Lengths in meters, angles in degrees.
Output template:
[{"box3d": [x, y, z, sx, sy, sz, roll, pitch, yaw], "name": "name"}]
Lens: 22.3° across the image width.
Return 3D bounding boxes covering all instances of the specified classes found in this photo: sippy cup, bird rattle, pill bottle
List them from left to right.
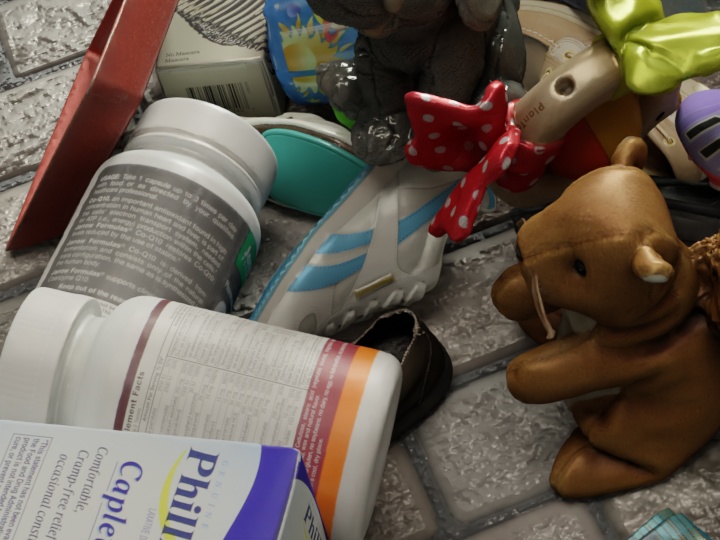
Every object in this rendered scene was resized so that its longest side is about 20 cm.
[{"box3d": [-0.129, -0.001, 1.115, 0.113, 0.113, 0.200, 11, 58, 20], "name": "pill bottle"}, {"box3d": [-0.085, 0.075, 0.965, 0.200, 0.110, 0.110, 13, 53, 6], "name": "pill bottle"}, {"box3d": [0.007, -0.168, 1.224, 0.130, 0.140, 0.178, -10, 6, 10], "name": "sippy cup"}, {"box3d": [0.120, -0.080, 1.013, 0.200, 0.163, 0.113, -46, 67, 2], "name": "bird rattle"}]

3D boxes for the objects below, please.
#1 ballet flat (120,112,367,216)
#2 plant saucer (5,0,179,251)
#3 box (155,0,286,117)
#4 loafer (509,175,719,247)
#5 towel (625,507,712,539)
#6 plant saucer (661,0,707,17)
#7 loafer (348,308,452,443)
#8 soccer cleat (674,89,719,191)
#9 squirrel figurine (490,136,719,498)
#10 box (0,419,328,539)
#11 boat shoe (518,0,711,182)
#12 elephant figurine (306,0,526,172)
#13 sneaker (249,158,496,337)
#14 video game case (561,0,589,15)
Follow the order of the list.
[{"box3d": [-0.062, -0.081, 1.214, 0.200, 0.069, 0.069, 7, 52, 19], "name": "ballet flat"}, {"box3d": [-0.166, -0.130, 1.213, 0.037, 0.200, 0.200, 24, 52, -13], "name": "plant saucer"}, {"box3d": [-0.090, -0.193, 1.306, 0.082, 0.068, 0.200, -5, 50, 10], "name": "box"}, {"box3d": [0.190, -0.021, 1.097, 0.200, 0.072, 0.073, -2, 10, 15], "name": "loafer"}, {"box3d": [0.172, 0.224, 0.927, 0.147, 0.022, 0.200, -34, 52, -15], "name": "towel"}, {"box3d": [0.164, -0.215, 1.179, 0.039, 0.201, 0.201, -19, 49, -6], "name": "plant saucer"}, {"box3d": [-0.029, 0.090, 1.051, 0.073, 0.071, 0.200, 29, 61, 31], "name": "loafer"}, {"box3d": [0.241, -0.067, 1.005, 0.067, 0.077, 0.200, -19, 36, -15], "name": "soccer cleat"}, {"box3d": [0.170, 0.013, 0.996, 0.200, 0.187, 0.142, -5, 49, 8], "name": "squirrel figurine"}, {"box3d": [-0.117, 0.175, 0.925, 0.200, 0.184, 0.105, 3, 50, 16], "name": "box"}, {"box3d": [0.147, -0.112, 1.182, 0.200, 0.074, 0.069, 30, 56, 31], "name": "boat shoe"}, {"box3d": [0.029, -0.165, 1.036, 0.141, 0.200, 0.155, -20, 45, -1], "name": "elephant figurine"}, {"box3d": [0.000, 0.000, 1.116, 0.081, 0.077, 0.200, 42, 82, -4], "name": "sneaker"}, {"box3d": [0.118, -0.251, 1.202, 0.019, 0.143, 0.200, -17, 19, -7], "name": "video game case"}]
